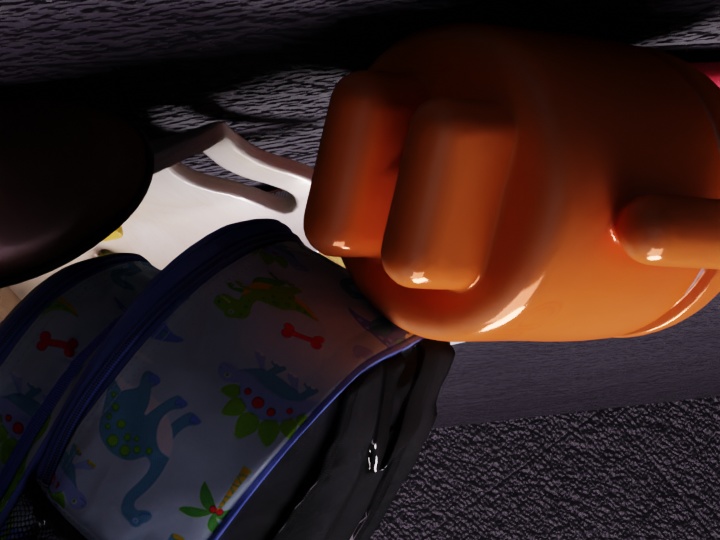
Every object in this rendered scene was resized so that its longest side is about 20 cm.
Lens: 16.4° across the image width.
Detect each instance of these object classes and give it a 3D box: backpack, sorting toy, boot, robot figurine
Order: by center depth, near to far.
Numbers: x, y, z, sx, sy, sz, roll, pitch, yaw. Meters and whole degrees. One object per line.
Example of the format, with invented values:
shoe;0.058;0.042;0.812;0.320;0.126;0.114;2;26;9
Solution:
boot;-0.171;-0.049;0.828;0.188;0.069;0.200;-1;166;1
robot figurine;0.067;-0.032;0.922;0.144;0.117;0.200;-29;160;38
backpack;-0.073;0.074;0.936;0.200;0.147;0.183;-56;168;17
sorting toy;-0.107;-0.006;1.036;0.180;0.107;0.200;-25;156;21

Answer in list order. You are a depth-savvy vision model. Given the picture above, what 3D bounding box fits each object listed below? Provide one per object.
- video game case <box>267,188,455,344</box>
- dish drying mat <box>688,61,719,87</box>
video game case;0.000;0.000;1.231;0.200;0.017;0.143;-14;143;43
dish drying mat;0.182;-0.077;1.068;0.200;0.018;0.077;-4;171;-29
